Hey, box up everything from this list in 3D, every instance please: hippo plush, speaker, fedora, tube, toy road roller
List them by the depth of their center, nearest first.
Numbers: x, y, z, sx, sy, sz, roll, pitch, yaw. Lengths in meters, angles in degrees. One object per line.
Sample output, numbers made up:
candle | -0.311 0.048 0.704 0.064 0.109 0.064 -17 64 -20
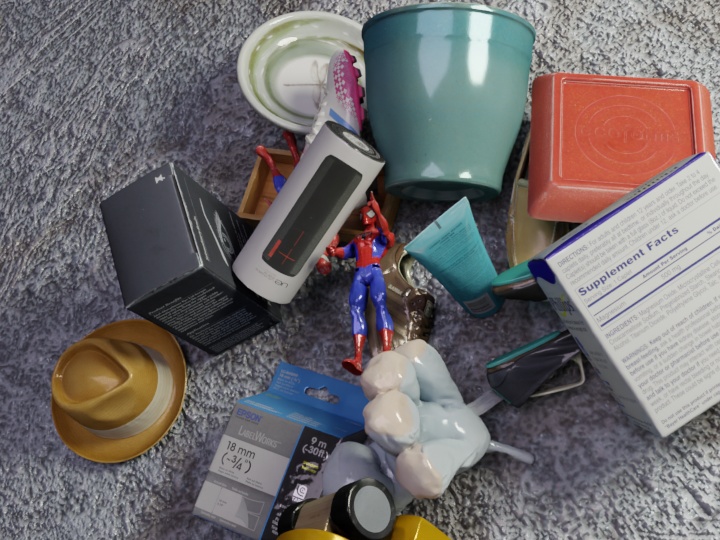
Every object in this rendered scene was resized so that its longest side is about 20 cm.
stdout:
toy road roller | 0.003 0.302 0.934 0.123 0.200 0.146 -30 30 44
hippo plush | 0.037 0.174 1.025 0.161 0.200 0.160 -38 68 34
tube | 0.105 -0.007 1.040 0.077 0.200 0.050 -44 60 -2
speaker | -0.060 -0.062 1.105 0.081 0.081 0.200 45 109 31
fedora | -0.312 0.138 1.221 0.200 0.082 0.201 -8 66 19

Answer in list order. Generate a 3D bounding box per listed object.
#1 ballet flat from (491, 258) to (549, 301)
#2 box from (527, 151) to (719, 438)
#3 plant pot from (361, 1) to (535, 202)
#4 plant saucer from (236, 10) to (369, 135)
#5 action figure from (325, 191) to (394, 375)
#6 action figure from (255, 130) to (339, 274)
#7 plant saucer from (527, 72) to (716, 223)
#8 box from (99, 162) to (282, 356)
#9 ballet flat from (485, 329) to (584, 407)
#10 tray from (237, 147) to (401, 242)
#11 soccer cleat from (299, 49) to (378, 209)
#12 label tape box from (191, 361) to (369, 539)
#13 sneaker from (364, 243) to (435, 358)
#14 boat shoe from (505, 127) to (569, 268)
ballet flat | 0.235 -0.005 1.046 0.199 0.068 0.069 -30 102 -7
box | 0.294 0.023 0.950 0.184 0.105 0.200 -33 90 0
plant pot | 0.097 -0.178 1.133 0.199 0.200 0.189 0 84 23
plant saucer | -0.058 -0.242 1.272 0.199 0.050 0.201 3 60 -6
action figure | 0.000 0.000 1.073 0.065 0.099 0.201 -12 53 18
action figure | -0.074 -0.078 1.196 0.065 0.052 0.201 -26 63 5
plant saucer | 0.282 -0.138 1.063 0.199 0.037 0.201 5 57 6
box | -0.195 -0.008 1.166 0.104 0.200 0.148 -28 60 12
ballet flat | 0.227 0.080 1.036 0.200 0.073 0.073 -31 60 1
tray | -0.048 -0.092 1.237 0.199 0.037 0.099 10 73 25
soccer cleat | -0.033 -0.167 1.171 0.086 0.070 0.201 -8 74 -1
label tape box | -0.082 0.203 1.109 0.144 0.063 0.201 14 75 26
sneaker | 0.049 0.056 1.113 0.075 0.070 0.201 -18 63 14
boat shoe | 0.193 -0.079 1.105 0.071 0.076 0.201 -2 69 20
